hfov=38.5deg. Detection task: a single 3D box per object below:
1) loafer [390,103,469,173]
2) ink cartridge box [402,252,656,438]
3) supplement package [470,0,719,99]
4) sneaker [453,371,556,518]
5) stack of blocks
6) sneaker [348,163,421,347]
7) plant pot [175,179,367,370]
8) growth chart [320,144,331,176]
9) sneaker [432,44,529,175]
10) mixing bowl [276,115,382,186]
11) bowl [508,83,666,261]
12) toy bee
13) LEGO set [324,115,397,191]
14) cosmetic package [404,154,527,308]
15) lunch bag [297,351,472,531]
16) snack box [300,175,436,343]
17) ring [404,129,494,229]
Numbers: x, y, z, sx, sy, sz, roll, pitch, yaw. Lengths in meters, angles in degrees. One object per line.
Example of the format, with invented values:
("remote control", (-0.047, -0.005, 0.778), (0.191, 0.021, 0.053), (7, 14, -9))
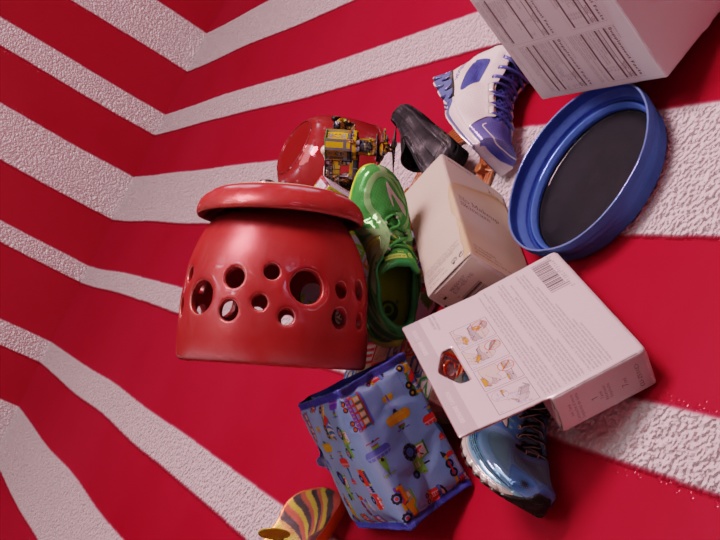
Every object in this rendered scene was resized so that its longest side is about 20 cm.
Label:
("loafer", (0.077, -0.168, 1.373), (0.071, 0.068, 0.201), (-49, 29, 8))
("ink cartridge box", (0.147, 0.076, 0.954), (0.175, 0.045, 0.200), (-26, 28, 0))
("supplement package", (0.251, -0.294, 1.073), (0.152, 0.151, 0.200), (-49, 21, -17))
("sneaker", (0.143, 0.138, 0.957), (0.090, 0.078, 0.201), (-47, 28, 21))
("stack of blocks", (0.049, 0.137, 1.158), (0.199, 0.058, 0.116), (-19, 48, 56))
("sneaker", (0.036, -0.019, 1.118), (0.083, 0.073, 0.202), (160, 104, -67))
("plant pot", (-0.088, 0.010, 1.078), (0.200, 0.199, 0.185), (-9, 75, 60))
("growth chart", (-0.049, -0.069, 1.374), (0.145, 0.018, 0.202), (73, -156, -80))
("sneaker", (0.163, -0.219, 1.277), (0.115, 0.080, 0.200), (-39, 37, 18))
("mixing bowl", (-0.065, -0.171, 1.652), (0.200, 0.108, 0.201), (-45, 28, 33))
("bowl", (0.235, -0.101, 1.074), (0.201, 0.039, 0.202), (-45, 29, 33))
("toy bee", (-0.100, 0.328, 1.160), (0.200, 0.108, 0.132), (-56, -25, -47))
("LEGO set", (0.015, -0.093, 1.303), (0.154, 0.115, 0.202), (-6, -81, -85))
("cosmetic package", (0.119, -0.031, 1.150), (0.073, 0.103, 0.201), (-46, 29, 26))
("lunch bag", (0.001, 0.192, 1.085), (0.094, 0.152, 0.200), (-26, -3, -32))
("snack box", (0.000, 0.000, 1.227), (0.143, 0.199, 0.053), (-56, 22, 10))
("ring", (0.110, -0.116, 1.358), (0.200, 0.019, 0.202), (-43, 30, 33))
